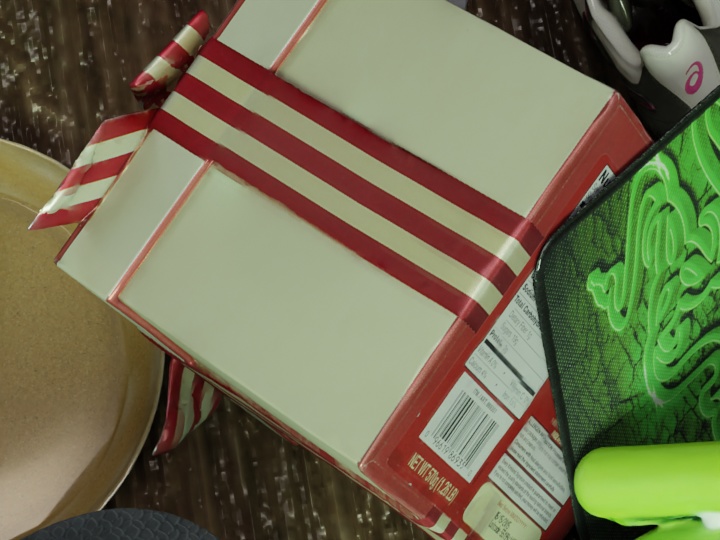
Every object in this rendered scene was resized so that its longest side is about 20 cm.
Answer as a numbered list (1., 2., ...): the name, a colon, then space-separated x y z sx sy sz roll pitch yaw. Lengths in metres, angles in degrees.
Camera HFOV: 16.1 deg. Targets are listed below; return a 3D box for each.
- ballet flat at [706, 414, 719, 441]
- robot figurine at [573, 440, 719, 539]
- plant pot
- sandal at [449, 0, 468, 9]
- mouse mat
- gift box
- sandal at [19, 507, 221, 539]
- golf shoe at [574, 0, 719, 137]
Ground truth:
1. ballet flat: 0.137 0.003 1.035 0.067 0.068 0.201 16 72 6
2. robot figurine: 0.135 0.145 0.926 0.199 0.116 0.176 -28 111 -12
3. plant pot: -0.179 0.040 1.055 0.198 0.028 0.202 0 70 1
4. sandal: 0.013 -0.194 1.088 0.079 0.059 0.208 -1 108 -23
5. mouse mat: 0.129 0.017 0.956 0.161 0.201 0.008 -41 49 -24
6. gift box: 0.000 0.000 0.956 0.186 0.185 0.200 33 80 34
7. sandal: -0.138 0.150 0.982 0.199 0.043 0.076 -20 47 -7
8. golf shoe: 0.124 -0.115 1.034 0.077 0.088 0.201 -36 38 10
